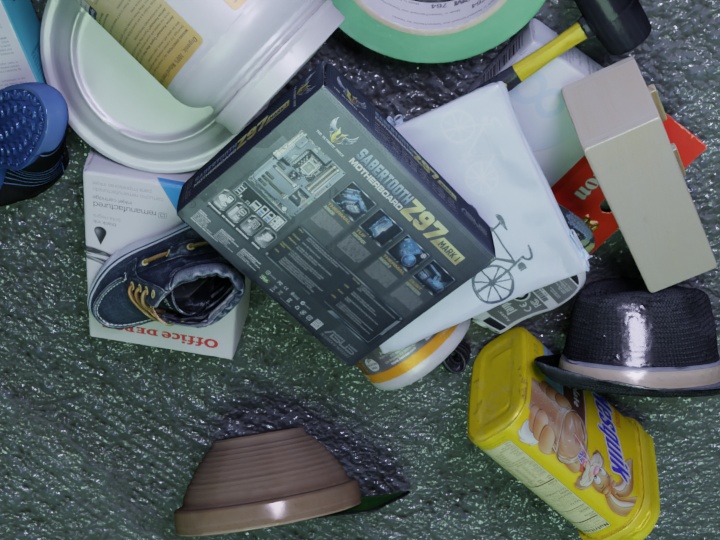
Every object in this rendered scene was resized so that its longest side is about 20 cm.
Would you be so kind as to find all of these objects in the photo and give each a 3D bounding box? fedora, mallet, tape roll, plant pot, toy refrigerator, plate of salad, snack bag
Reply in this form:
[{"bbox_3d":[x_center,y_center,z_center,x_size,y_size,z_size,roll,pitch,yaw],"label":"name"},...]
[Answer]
[{"bbox_3d":[0.261,0.057,1.079,0.199,0.201,0.092,3,97,5],"label":"fedora"},{"bbox_3d":[0.123,-0.165,0.906,0.199,0.041,0.066,-26,114,11],"label":"mallet"},{"bbox_3d":[0.053,-0.257,0.891,0.199,0.048,0.201,4,131,4],"label":"tape roll"},{"bbox_3d":[-0.104,0.220,1.253,0.200,0.201,0.093,-12,84,16],"label":"plant pot"},{"bbox_3d":[0.236,-0.075,0.970,0.070,0.076,0.200,-23,136,15],"label":"toy refrigerator"},{"bbox_3d":[-0.166,-0.181,0.976,0.199,0.048,0.201,1,109,4],"label":"plate of salad"},{"bbox_3d":[0.062,-0.043,0.946,0.199,0.021,0.189,-23,113,16],"label":"snack bag"}]

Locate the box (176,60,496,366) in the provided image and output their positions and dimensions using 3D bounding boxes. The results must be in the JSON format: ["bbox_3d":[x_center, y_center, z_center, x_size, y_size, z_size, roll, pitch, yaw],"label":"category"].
[{"bbox_3d":[-0.017,-0.038,0.904,0.157,0.051,0.200,-38,116,22],"label":"box"}]

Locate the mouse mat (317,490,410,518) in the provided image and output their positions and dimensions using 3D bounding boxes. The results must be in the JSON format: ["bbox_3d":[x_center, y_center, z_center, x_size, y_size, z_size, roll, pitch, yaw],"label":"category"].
[{"bbox_3d":[-0.055,0.267,1.298,0.199,0.161,0.008,-12,83,16],"label":"mouse mat"}]

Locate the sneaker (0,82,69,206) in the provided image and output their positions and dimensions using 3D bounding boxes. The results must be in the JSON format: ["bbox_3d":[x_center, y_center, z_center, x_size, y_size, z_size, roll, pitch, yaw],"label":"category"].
[{"bbox_3d":[-0.283,-0.111,1.009,0.200,0.078,0.070,-26,86,50],"label":"sneaker"}]

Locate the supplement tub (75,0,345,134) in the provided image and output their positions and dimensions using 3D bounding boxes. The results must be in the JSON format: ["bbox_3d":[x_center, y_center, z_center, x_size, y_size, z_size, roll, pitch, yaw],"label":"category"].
[{"bbox_3d":[-0.123,-0.212,0.862,0.200,0.145,0.144,44,123,-9],"label":"supplement tub"}]

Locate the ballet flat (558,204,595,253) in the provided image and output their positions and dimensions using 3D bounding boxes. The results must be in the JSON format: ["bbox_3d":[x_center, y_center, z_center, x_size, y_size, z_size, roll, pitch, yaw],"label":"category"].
[{"bbox_3d":[0.112,-0.041,0.993,0.199,0.074,0.074,24,129,-13],"label":"ballet flat"}]

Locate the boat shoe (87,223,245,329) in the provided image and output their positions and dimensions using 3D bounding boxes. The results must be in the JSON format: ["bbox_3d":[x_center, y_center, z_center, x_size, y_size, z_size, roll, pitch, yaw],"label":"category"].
[{"bbox_3d":[-0.172,0.017,1.007,0.200,0.091,0.071,-29,120,29],"label":"boat shoe"}]

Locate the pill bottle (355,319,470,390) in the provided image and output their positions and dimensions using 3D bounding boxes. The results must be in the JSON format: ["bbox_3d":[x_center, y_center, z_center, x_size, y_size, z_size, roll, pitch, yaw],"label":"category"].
[{"bbox_3d":[0.000,0.000,1.053,0.116,0.116,0.200,-32,105,29],"label":"pill bottle"}]

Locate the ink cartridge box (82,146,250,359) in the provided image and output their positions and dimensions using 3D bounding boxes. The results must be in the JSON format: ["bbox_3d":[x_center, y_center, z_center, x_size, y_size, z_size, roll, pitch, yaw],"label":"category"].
[{"bbox_3d":[-0.175,-0.025,1.090,0.146,0.086,0.201,9,129,0],"label":"ink cartridge box"}]

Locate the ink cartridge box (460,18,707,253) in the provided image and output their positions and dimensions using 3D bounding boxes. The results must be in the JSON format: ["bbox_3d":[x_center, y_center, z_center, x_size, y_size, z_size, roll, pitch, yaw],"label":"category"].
[{"bbox_3d":[0.172,-0.098,1.008,0.199,0.047,0.160,32,126,-16],"label":"ink cartridge box"}]

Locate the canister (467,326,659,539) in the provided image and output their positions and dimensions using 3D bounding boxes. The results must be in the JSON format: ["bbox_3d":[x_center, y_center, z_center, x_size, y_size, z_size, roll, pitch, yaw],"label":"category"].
[{"bbox_3d":[0.200,0.166,1.163,0.200,0.149,0.086,40,124,-22],"label":"canister"}]

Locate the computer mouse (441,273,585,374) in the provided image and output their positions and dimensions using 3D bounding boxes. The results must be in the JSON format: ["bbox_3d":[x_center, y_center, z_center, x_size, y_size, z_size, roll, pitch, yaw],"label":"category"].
[{"bbox_3d":[0.131,0.024,1.122,0.200,0.044,0.110,-30,115,34],"label":"computer mouse"}]

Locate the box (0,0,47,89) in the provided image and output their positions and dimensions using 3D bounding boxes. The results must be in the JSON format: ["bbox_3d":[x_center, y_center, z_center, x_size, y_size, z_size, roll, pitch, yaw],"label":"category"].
[{"bbox_3d":[-0.324,-0.230,0.959,0.082,0.049,0.201,-6,129,11],"label":"box"}]
